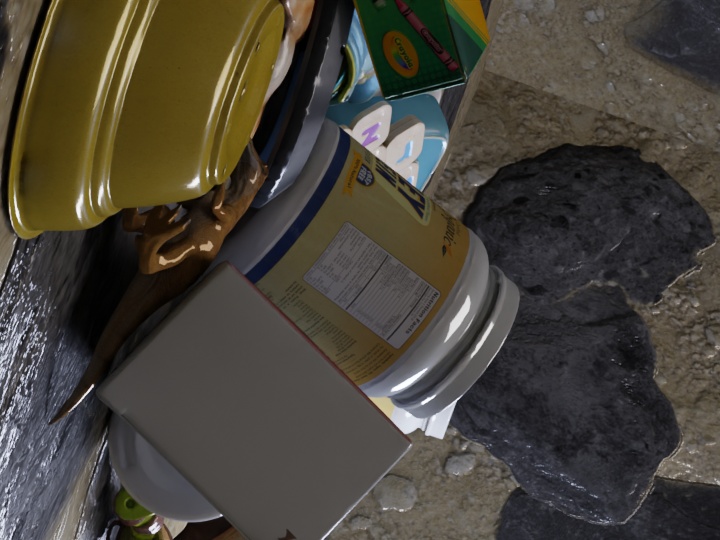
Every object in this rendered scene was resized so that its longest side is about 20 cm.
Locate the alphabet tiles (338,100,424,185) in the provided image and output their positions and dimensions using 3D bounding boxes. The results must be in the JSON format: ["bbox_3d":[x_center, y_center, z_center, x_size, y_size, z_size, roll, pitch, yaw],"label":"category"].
[{"bbox_3d":[-0.033,-0.046,1.675,0.200,0.015,0.196,-32,152,-25],"label":"alphabet tiles"}]

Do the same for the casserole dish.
[{"bbox_3d":[-0.002,-0.083,1.730,0.200,0.039,0.121,-10,140,-47],"label":"casserole dish"}]

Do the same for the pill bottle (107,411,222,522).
[{"bbox_3d":[-0.102,0.101,1.510,0.200,0.112,0.113,-49,158,-79],"label":"pill bottle"}]

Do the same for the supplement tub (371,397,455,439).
[{"bbox_3d":[0.015,0.089,2.293,0.145,0.200,0.146,19,90,-85],"label":"supplement tub"}]

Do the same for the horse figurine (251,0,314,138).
[{"bbox_3d":[-0.071,-0.131,1.295,0.133,0.050,0.200,-40,152,-70],"label":"horse figurine"}]

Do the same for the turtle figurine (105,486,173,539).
[{"bbox_3d":[-0.156,0.195,1.580,0.161,0.064,0.201,102,-10,-74],"label":"turtle figurine"}]

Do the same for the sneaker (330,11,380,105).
[{"bbox_3d":[-0.023,-0.155,1.582,0.200,0.079,0.131,82,23,-59],"label":"sneaker"}]

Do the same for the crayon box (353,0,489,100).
[{"bbox_3d":[0.022,-0.219,1.353,0.119,0.058,0.200,-60,135,-69],"label":"crayon box"}]

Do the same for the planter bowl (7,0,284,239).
[{"bbox_3d":[-0.088,-0.096,1.009,0.200,0.083,0.201,19,90,-85],"label":"planter bowl"}]

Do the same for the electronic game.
[{"bbox_3d":[-0.045,-0.139,1.410,0.200,0.042,0.201,-164,-90,-79],"label":"electronic game"}]

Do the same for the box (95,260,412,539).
[{"bbox_3d":[-0.065,0.083,1.283,0.106,0.152,0.200,-45,-176,-4],"label":"box"}]

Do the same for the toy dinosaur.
[{"bbox_3d":[-0.110,-0.002,1.208,0.200,0.060,0.106,-50,148,-19],"label":"toy dinosaur"}]

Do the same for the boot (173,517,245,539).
[{"bbox_3d":[-0.100,0.138,1.683,0.200,0.072,0.167,-36,-119,34],"label":"boot"}]

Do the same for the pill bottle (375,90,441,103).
[{"bbox_3d":[-0.001,-0.102,1.865,0.200,0.111,0.111,106,6,-47],"label":"pill bottle"}]

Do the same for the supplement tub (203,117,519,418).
[{"bbox_3d":[0.000,0.000,1.526,0.144,0.200,0.144,-47,-162,20],"label":"supplement tub"}]
